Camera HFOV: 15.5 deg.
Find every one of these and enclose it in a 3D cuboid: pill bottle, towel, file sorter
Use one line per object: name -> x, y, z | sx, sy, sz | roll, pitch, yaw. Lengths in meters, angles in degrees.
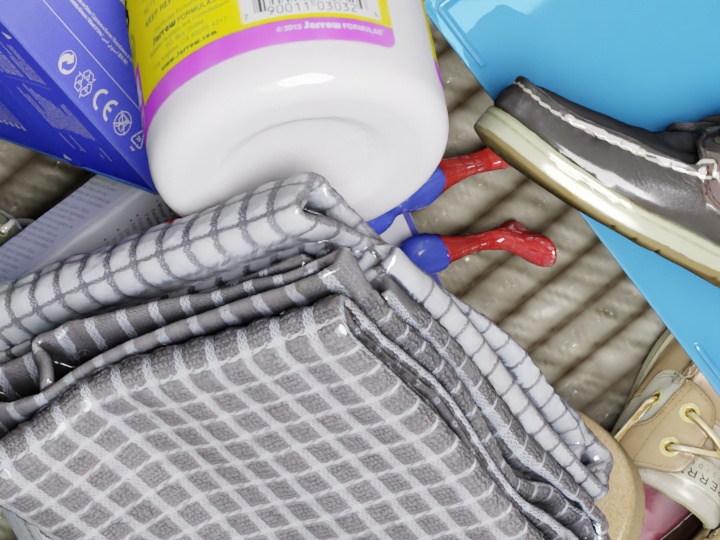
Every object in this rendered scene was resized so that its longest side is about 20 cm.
pill bottle -> -0.035, -0.118, 0.935 | 0.104, 0.201, 0.104 | -8, 150, -5
towel -> -0.024, 0.065, 0.935 | 0.165, 0.086, 0.200 | -18, 138, 29
file sorter -> 0.130, -0.081, 1.003 | 0.139, 0.123, 0.200 | -36, 110, 9

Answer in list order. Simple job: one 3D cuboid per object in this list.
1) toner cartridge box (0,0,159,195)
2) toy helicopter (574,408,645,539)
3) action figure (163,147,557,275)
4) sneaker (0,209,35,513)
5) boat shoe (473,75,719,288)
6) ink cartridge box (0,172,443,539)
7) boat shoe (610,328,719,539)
toner cartridge box -> -0.141, -0.108, 0.942 | 0.043, 0.095, 0.200 | -56, 140, -15
toy helicopter -> 0.032, 0.139, 1.046 | 0.200, 0.079, 0.132 | -44, 66, 2
action figure -> 0.000, 0.000, 0.994 | 0.199, 0.099, 0.066 | -16, 111, -27
sneaker -> -0.148, -0.002, 1.048 | 0.090, 0.067, 0.201 | -22, 111, -4
boat shoe -> 0.136, -0.026, 0.926 | 0.200, 0.072, 0.066 | 27, 97, -14
ink cartridge box -> -0.057, 0.044, 1.050 | 0.200, 0.043, 0.197 | -38, 121, -23
boat shoe -> 0.134, 0.083, 1.096 | 0.074, 0.066, 0.200 | 32, 105, -15
